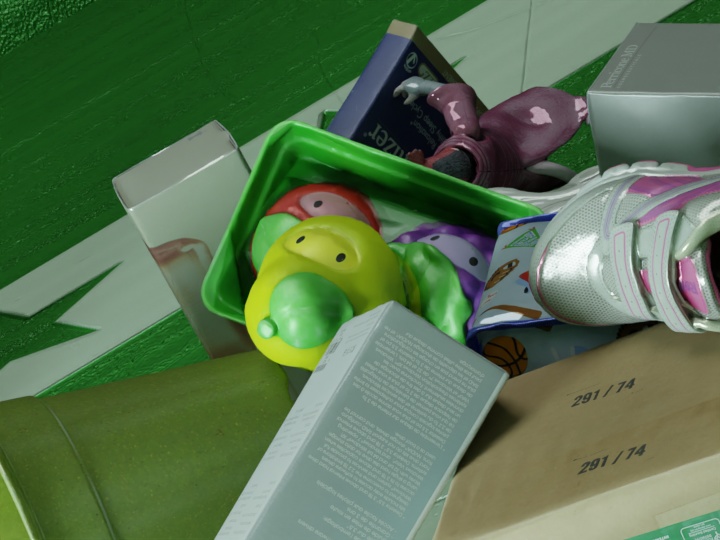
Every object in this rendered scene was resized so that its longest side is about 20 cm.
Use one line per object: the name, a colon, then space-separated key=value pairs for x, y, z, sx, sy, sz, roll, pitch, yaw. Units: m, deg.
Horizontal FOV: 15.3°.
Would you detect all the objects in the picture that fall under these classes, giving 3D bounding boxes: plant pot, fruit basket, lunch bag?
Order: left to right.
plant pot: x=-0.122 y=0.138 z=1.608 sx=0.189 sy=0.201 sz=0.200 roll=-21 pitch=15 yaw=-17
fruit basket: x=0.000 y=0.000 z=1.646 sx=0.215 sy=0.215 sz=0.156 roll=8 pitch=73 yaw=62
lunch bag: x=0.171 y=0.029 z=1.519 sx=0.199 sy=0.124 sz=0.170 roll=-6 pitch=23 yaw=14

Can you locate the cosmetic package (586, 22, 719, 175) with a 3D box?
cosmetic package: x=0.255 y=-0.101 z=1.708 sx=0.199 sy=0.091 sz=0.107 roll=4 pitch=33 yaw=23

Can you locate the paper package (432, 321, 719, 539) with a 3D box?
paper package: x=0.150 y=0.111 z=1.346 sx=0.199 sy=0.104 sz=0.191 roll=-21 pitch=19 yaw=21

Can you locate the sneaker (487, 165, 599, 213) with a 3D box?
sneaker: x=0.112 y=-0.010 z=1.785 sx=0.199 sy=0.078 sz=0.099 roll=-21 pitch=23 yaw=26

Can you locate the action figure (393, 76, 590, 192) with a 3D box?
action figure: x=0.089 y=-0.065 z=1.891 sx=0.148 sy=0.135 sz=0.200 roll=8 pitch=10 yaw=23

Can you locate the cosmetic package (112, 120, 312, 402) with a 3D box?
cosmetic package: x=-0.080 y=0.011 z=1.811 sx=0.087 sy=0.201 sz=0.103 roll=-29 pitch=17 yaw=-3

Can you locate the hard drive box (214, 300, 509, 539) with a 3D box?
hard drive box: x=-0.017 y=0.125 z=1.421 sx=0.200 sy=0.077 sz=0.156 roll=-58 pitch=5 yaw=-9

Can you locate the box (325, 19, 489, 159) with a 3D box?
box: x=0.012 y=-0.066 z=1.942 sx=0.032 sy=0.121 sz=0.200 roll=21 pitch=74 yaw=42

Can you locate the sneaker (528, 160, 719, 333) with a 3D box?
sneaker: x=0.165 y=-0.010 z=1.353 sx=0.199 sy=0.082 sz=0.088 roll=-18 pitch=19 yaw=34
